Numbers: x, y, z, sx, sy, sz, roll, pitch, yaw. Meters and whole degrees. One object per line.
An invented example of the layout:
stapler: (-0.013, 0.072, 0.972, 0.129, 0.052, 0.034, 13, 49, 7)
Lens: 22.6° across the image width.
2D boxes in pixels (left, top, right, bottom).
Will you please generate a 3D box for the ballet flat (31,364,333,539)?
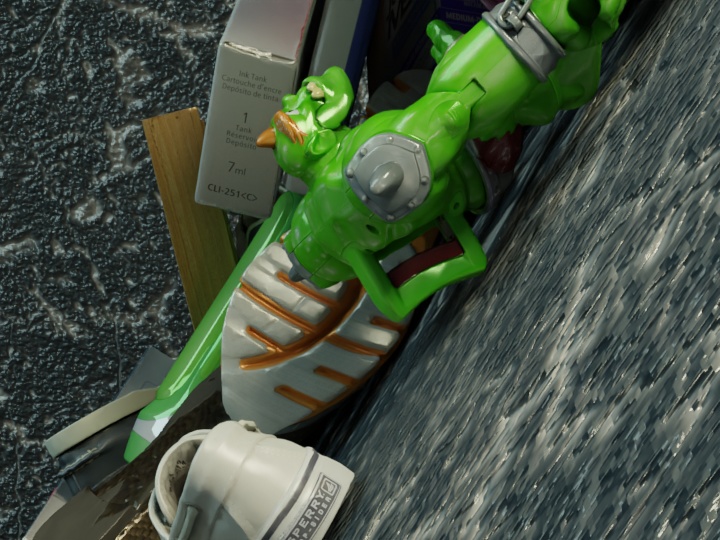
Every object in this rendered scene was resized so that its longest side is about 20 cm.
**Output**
ballet flat: (-0.071, 0.093, 0.860, 0.200, 0.047, 0.067, -40, 31, -24)

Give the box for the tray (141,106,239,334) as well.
tray: (-0.084, 0.012, 1.040, 0.037, 0.202, 0.099, -13, 0, -5)

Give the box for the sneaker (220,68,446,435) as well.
sneaker: (0.000, 0.000, 0.858, 0.201, 0.078, 0.077, -55, -10, -25)

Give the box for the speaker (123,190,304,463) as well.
speaker: (-0.041, 0.033, 0.951, 0.201, 0.088, 0.088, -58, 4, -6)

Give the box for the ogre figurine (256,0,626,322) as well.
ogre figurine: (0.029, -0.050, 0.706, 0.120, 0.099, 0.199, -41, 18, -20)

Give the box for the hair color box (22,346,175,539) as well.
hair color box: (-0.140, 0.148, 1.149, 0.061, 0.099, 0.201, -58, 2, 37)

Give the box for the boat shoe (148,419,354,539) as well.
boat shoe: (-0.056, 0.098, 0.744, 0.072, 0.065, 0.200, -58, 3, -12)

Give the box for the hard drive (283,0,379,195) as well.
hard drive: (0.002, -0.154, 0.885, 0.132, 0.025, 0.202, -78, 3, -59)

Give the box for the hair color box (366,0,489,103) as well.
hair color box: (0.045, -0.166, 0.961, 0.109, 0.064, 0.202, 124, 150, -55)

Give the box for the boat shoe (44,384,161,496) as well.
boat shoe: (-0.100, 0.091, 1.122, 0.199, 0.062, 0.075, -24, -4, -38)

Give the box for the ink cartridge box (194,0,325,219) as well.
ink cartridge box: (-0.034, -0.153, 0.928, 0.201, 0.044, 0.178, -78, 2, -56)

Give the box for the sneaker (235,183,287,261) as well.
sneaker: (-0.035, -0.015, 1.092, 0.067, 0.091, 0.200, -24, 12, 6)

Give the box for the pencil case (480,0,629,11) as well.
pencil case: (0.110, -0.192, 0.826, 0.088, 0.087, 0.201, -53, 6, 47)
